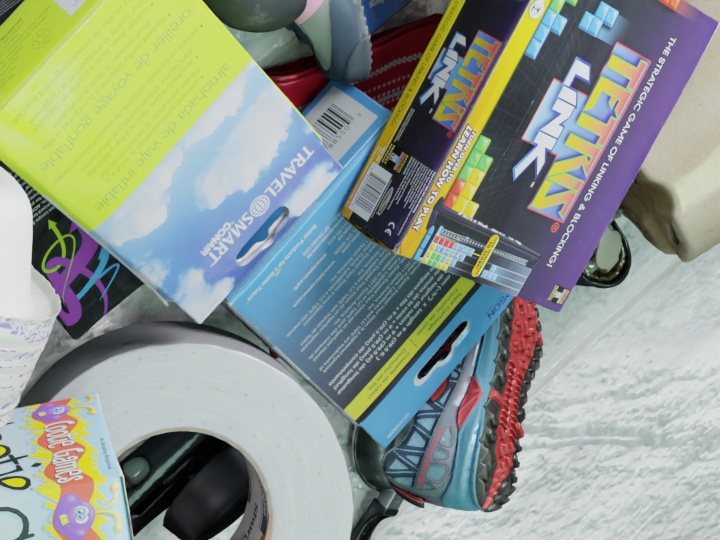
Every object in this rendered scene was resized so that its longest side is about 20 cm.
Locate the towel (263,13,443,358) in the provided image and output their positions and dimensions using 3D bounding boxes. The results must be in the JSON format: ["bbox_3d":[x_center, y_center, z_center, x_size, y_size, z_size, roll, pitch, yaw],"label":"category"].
[{"bbox_3d":[-0.001,-0.052,1.110,0.144,0.022,0.201,-23,129,-32],"label":"towel"}]

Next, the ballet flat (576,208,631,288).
[{"bbox_3d":[0.136,-0.050,1.208,0.073,0.073,0.200,-47,138,-10],"label":"ballet flat"}]

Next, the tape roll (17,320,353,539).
[{"bbox_3d":[-0.107,0.133,1.019,0.199,0.066,0.202,-2,99,-13],"label":"tape roll"}]

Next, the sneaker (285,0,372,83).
[{"bbox_3d":[-0.053,-0.172,0.964,0.082,0.070,0.201,-27,132,-6],"label":"sneaker"}]

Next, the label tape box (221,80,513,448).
[{"bbox_3d":[0.000,0.000,1.085,0.143,0.066,0.200,-49,140,-5],"label":"label tape box"}]

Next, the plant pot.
[{"bbox_3d":[0.245,-0.112,1.203,0.183,0.201,0.201,-37,137,-4],"label":"plant pot"}]

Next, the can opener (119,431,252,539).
[{"bbox_3d":[-0.146,0.147,1.068,0.200,0.079,0.064,-36,144,-9],"label":"can opener"}]

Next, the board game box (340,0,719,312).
[{"bbox_3d":[0.100,-0.088,1.028,0.165,0.057,0.201,18,103,-47],"label":"board game box"}]

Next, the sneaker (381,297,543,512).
[{"bbox_3d":[0.061,0.063,1.181,0.079,0.095,0.201,65,32,-45],"label":"sneaker"}]

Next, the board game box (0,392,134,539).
[{"bbox_3d":[-0.217,0.143,0.898,0.199,0.105,0.104,-10,112,-13],"label":"board game box"}]

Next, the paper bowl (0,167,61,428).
[{"bbox_3d":[-0.224,-0.016,0.781,0.200,0.200,0.105,21,99,-48],"label":"paper bowl"}]

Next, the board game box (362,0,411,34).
[{"bbox_3d":[0.009,-0.238,1.004,0.103,0.019,0.201,-41,137,-20],"label":"board game box"}]

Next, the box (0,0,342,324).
[{"bbox_3d":[-0.102,-0.069,0.897,0.122,0.048,0.200,-47,142,-3],"label":"box"}]

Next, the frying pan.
[{"bbox_3d":[0.019,0.135,1.246,0.190,0.031,0.115,-52,138,-9],"label":"frying pan"}]

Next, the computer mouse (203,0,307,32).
[{"bbox_3d":[-0.099,-0.181,0.882,0.200,0.058,0.034,39,43,-31],"label":"computer mouse"}]

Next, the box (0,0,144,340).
[{"bbox_3d":[-0.139,-0.071,0.927,0.143,0.036,0.200,-40,139,-13],"label":"box"}]
